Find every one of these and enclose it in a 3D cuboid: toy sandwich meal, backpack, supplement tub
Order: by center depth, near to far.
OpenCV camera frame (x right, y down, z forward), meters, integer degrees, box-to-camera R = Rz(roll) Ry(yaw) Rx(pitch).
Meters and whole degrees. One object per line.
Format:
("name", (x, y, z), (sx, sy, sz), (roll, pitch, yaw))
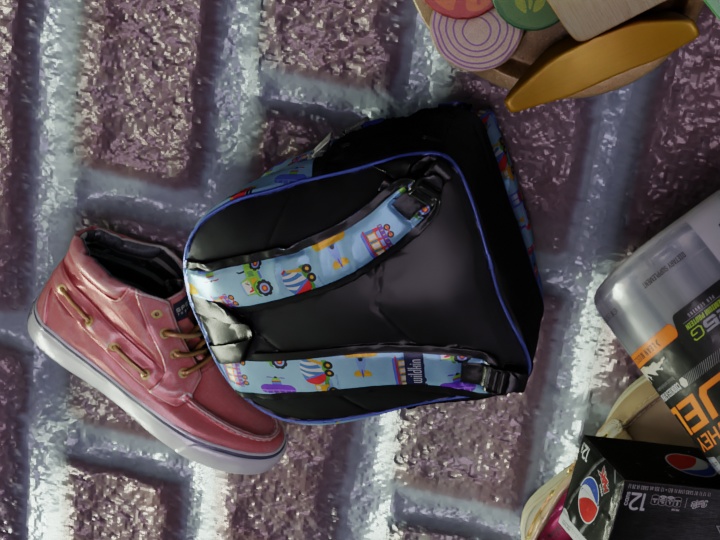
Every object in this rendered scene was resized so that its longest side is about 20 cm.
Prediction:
("toy sandwich meal", (0.117, -0.180, 1.192), (0.204, 0.070, 0.206), (6, 119, 11))
("supplement tub", (0.242, 0.058, 1.228), (0.123, 0.122, 0.200), (-42, 79, 29))
("backpack", (0.000, 0.000, 1.284), (0.199, 0.135, 0.183), (-13, 115, 20))

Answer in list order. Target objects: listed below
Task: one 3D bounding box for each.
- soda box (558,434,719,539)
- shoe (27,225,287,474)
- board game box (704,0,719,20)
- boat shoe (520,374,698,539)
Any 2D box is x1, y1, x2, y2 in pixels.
("soda box", (0.231, 0.154, 1.298), (0.199, 0.071, 0.064), (8, 107, -21))
("shoe", (-0.125, 0.053, 1.381), (0.200, 0.072, 0.091), (33, 127, 0))
("board game box", (0.282, -0.185, 1.102), (0.200, 0.029, 0.135), (-39, 94, 15))
("boat shoe", (0.175, 0.139, 1.354), (0.074, 0.069, 0.200), (34, 121, -6))
